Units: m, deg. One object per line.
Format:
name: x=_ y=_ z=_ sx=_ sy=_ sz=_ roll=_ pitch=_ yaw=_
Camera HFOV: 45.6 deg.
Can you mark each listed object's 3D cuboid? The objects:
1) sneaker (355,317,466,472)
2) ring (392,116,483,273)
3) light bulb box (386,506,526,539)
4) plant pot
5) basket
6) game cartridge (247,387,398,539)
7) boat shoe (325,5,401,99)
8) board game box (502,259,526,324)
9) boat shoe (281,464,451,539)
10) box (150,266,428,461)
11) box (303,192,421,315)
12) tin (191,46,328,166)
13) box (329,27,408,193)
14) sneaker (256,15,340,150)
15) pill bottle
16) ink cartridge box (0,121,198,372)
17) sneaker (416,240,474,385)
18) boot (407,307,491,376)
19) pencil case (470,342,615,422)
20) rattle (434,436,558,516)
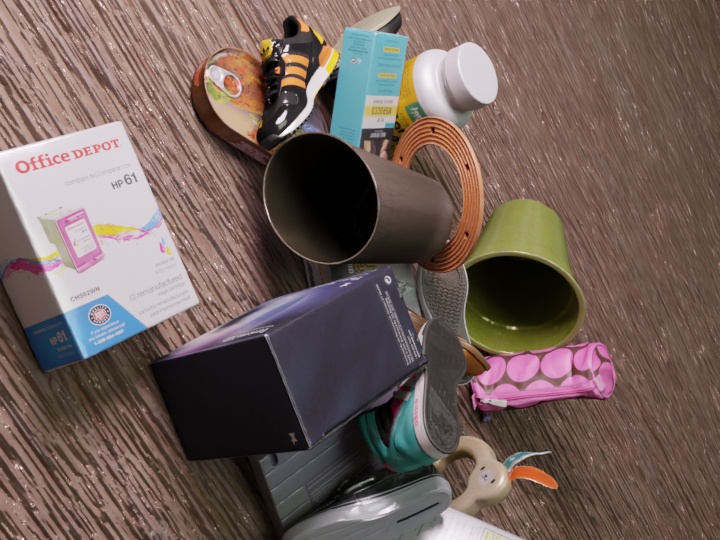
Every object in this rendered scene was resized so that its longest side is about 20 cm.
sneaker: x=0.055 y=0.149 z=0.967 sx=0.084 sy=0.121 sz=0.201 roll=41 pitch=33 yaw=-19
ring: x=0.099 y=-0.097 z=1.106 sx=0.019 sy=0.200 sz=0.202 roll=-7 pitch=82 yaw=-30
light bulb box: x=0.097 y=0.389 z=0.965 sx=0.125 sy=0.199 sz=0.199 roll=95 pitch=20 yaw=-49
plant pot: x=0.240 y=-0.006 z=1.287 sx=0.200 sy=0.199 sz=0.190 roll=50 pitch=36 yaw=-23
basket: x=0.011 y=-0.073 z=1.018 sx=0.199 sy=0.180 sz=0.137 roll=7 pitch=114 yaw=-53
game cartridge: x=-0.028 y=0.209 z=0.982 sx=0.199 sy=0.038 sz=0.130 roll=-31 pitch=123 yaw=-31
boat shoe: x=0.005 y=-0.309 z=1.207 sx=0.063 sy=0.073 sz=0.202 roll=59 pitch=45 yaw=-27
board game box: x=0.284 y=0.054 z=1.411 sx=0.120 sy=0.032 sz=0.201 roll=45 pitch=50 yaw=-22
boat shoe: x=0.002 y=0.267 z=0.958 sx=0.199 sy=0.071 sz=0.072 roll=-15 pitch=125 yaw=-16
box: x=-0.074 y=0.097 z=0.899 sx=0.198 sy=0.199 sz=0.124 roll=-29 pitch=99 yaw=-47
box: x=0.000 y=0.000 z=1.117 sx=0.158 sy=0.048 sz=0.201 roll=-4 pitch=81 yaw=-46
tin: x=-0.121 y=-0.191 z=1.060 sx=0.200 sy=0.042 sz=0.113 roll=31 pitch=53 yaw=-37
box: x=0.006 y=-0.205 z=1.103 sx=0.082 sy=0.049 sz=0.201 roll=-16 pitch=119 yaw=-55
sneaker: x=-0.096 y=-0.228 z=1.029 sx=0.090 sy=0.070 sz=0.201 roll=43 pitch=46 yaw=-22
pill bottle: x=0.083 y=-0.231 z=1.165 sx=0.112 sy=0.199 sz=0.114 roll=17 pitch=66 yaw=-42
ink cartridge box: x=-0.267 y=-0.027 z=0.822 sx=0.144 sy=0.084 sz=0.201 roll=-29 pitch=98 yaw=-46
sneaker: x=0.107 y=0.059 z=1.190 sx=0.072 sy=0.085 sz=0.202 roll=-5 pitch=86 yaw=-16
boot: x=0.067 y=0.140 z=1.085 sx=0.200 sy=0.077 sz=0.156 roll=27 pitch=94 yaw=-43
pencil case: x=0.258 y=0.159 z=1.225 sx=0.094 sy=0.199 sz=0.091 roll=-28 pitch=102 yaw=-63
rattle: x=0.123 y=0.231 z=1.061 sx=0.130 sy=0.199 sz=0.143 roll=-46 pitch=110 yaw=-43
